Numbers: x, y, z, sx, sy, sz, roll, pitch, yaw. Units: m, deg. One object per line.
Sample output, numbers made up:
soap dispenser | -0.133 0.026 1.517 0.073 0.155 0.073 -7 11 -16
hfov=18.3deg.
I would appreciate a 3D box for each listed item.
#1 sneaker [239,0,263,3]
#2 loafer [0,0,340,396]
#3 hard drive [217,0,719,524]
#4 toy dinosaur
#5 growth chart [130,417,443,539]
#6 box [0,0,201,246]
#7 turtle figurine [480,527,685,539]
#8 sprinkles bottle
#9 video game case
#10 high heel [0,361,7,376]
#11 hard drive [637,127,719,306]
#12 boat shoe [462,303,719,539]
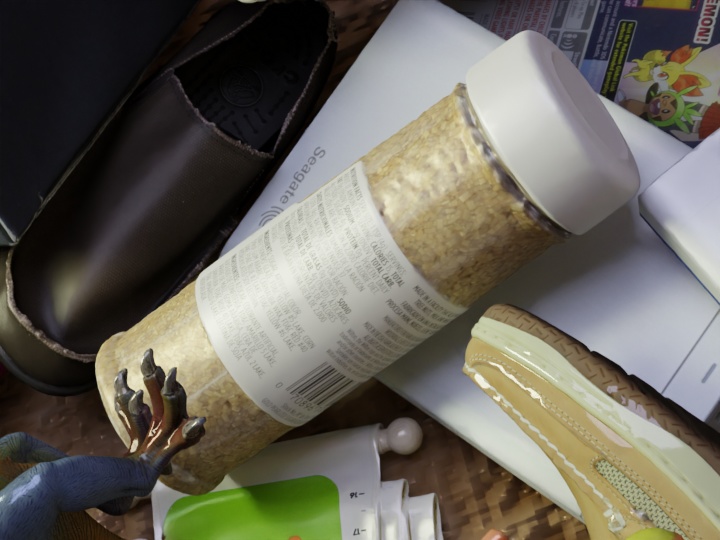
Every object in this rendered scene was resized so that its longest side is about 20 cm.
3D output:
sneaker | -0.009 -0.129 0.845 0.198 0.073 0.085 14 73 -19
loafer | -0.075 -0.042 0.857 0.073 0.071 0.201 36 64 -6
hard drive | 0.058 -0.005 0.818 0.199 0.027 0.132 34 85 30
toy dinosaur | -0.137 0.082 0.697 0.180 0.201 0.105 -25 11 -20
growth chart | -0.025 0.142 0.785 0.144 0.018 0.201 -19 54 10
box | -0.177 -0.117 0.884 0.199 0.124 0.199 -1 45 39
turtle figurine | 0.114 0.138 0.653 0.199 0.064 0.162 -21 89 14
sprinkles bottle | 0.000 0.000 0.781 0.199 0.068 0.069 -36 52 17
video game case | 0.113 -0.113 0.885 0.181 0.023 0.201 6 62 24
high heel | -0.164 0.032 0.820 0.095 0.068 0.199 -3 12 44
hard drive | 0.205 0.010 0.738 0.132 0.025 0.200 -38 70 -4
boat shoe | 0.103 0.092 0.717 0.200 0.072 0.076 38 97 19
